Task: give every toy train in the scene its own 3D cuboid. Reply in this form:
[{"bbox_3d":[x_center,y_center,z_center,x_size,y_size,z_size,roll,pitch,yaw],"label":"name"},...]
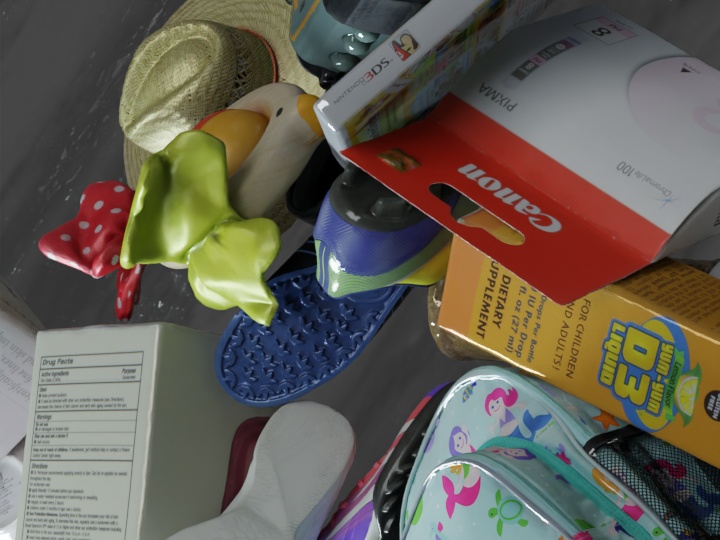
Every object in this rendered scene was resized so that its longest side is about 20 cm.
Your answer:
[{"bbox_3d":[0.004,-0.172,1.235,0.200,0.085,0.115,139,140,-70],"label":"toy train"}]

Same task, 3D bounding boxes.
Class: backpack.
[{"bbox_3d":[0.103,0.145,1.164,0.200,0.150,0.178,51,134,38],"label":"backpack"}]

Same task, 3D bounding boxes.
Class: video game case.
[{"bbox_3d":[0.054,-0.126,1.213,0.182,0.200,0.023,-41,86,-1],"label":"video game case"}]

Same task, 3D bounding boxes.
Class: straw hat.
[{"bbox_3d":[-0.101,-0.110,1.418,0.200,0.085,0.203,-9,75,35],"label":"straw hat"}]

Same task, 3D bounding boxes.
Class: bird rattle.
[{"bbox_3d":[-0.085,-0.039,1.320,0.163,0.113,0.200,-48,13,-13],"label":"bird rattle"}]

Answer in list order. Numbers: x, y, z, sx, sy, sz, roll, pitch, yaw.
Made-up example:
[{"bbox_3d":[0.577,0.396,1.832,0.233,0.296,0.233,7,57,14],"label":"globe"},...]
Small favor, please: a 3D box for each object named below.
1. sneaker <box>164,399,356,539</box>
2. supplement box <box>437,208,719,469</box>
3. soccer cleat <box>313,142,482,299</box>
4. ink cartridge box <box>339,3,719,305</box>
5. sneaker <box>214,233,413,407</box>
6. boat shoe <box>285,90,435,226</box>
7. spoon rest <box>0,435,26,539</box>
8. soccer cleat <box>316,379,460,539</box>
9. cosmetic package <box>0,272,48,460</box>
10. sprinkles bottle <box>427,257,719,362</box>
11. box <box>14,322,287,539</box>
[{"bbox_3d":[-0.065,0.167,1.271,0.075,0.200,0.089,30,141,13],"label":"sneaker"},{"bbox_3d":[0.137,0.031,1.134,0.199,0.069,0.067,25,117,30],"label":"supplement box"},{"bbox_3d":[0.056,-0.034,1.229,0.065,0.199,0.084,48,136,32],"label":"soccer cleat"},{"bbox_3d":[0.116,-0.067,1.172,0.162,0.199,0.057,35,125,32],"label":"ink cartridge box"},{"bbox_3d":[0.000,0.000,1.313,0.200,0.078,0.070,-42,90,11],"label":"sneaker"},{"bbox_3d":[0.016,-0.115,1.341,0.072,0.068,0.201,38,103,37],"label":"boat shoe"},{"bbox_3d":[-0.259,0.171,1.502,0.199,0.061,0.100,-29,64,14],"label":"spoon rest"},{"bbox_3d":[0.008,0.146,1.295,0.073,0.068,0.201,31,98,51],"label":"soccer cleat"},{"bbox_3d":[-0.321,0.038,1.468,0.165,0.165,0.200,-47,49,0],"label":"cosmetic package"},{"bbox_3d":[0.132,0.022,1.223,0.199,0.068,0.069,5,83,38],"label":"sprinkles bottle"},{"bbox_3d":[-0.126,0.139,1.356,0.127,0.108,0.202,-4,77,47],"label":"box"}]
